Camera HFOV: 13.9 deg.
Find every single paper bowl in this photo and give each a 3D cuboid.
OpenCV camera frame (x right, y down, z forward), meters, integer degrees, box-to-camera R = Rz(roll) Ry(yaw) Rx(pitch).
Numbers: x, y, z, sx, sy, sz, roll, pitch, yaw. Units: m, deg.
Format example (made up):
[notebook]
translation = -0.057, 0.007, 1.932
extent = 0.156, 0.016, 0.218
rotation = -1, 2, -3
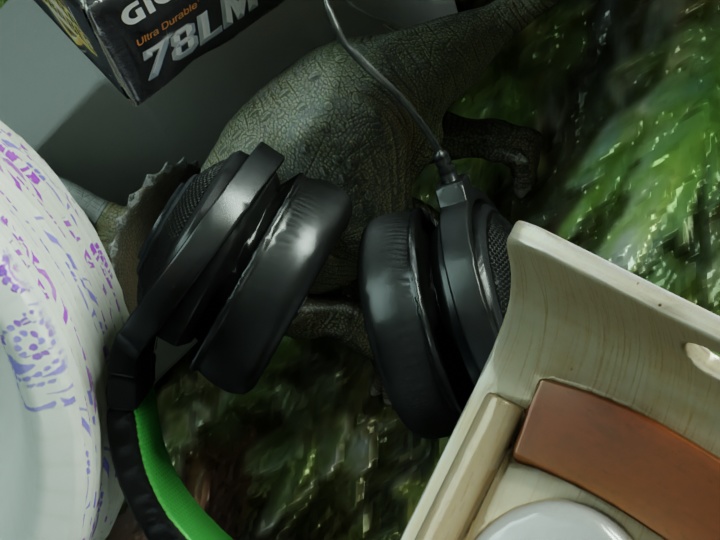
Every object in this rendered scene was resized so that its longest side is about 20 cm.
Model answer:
[paper bowl]
translation = -0.162, 0.031, 0.869
extent = 0.201, 0.201, 0.104
rotation = -47, 5, 22

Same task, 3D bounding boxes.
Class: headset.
[headset]
translation = 0.000, 0.000, 0.817
extent = 0.094, 0.123, 0.201
rotation = -62, -18, -70

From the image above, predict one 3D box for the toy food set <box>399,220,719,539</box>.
[toy food set]
translation = 0.054, 0.109, 0.668
extent = 0.143, 0.060, 0.201
rotation = 26, 89, 19

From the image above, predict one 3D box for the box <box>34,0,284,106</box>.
[box]
translation = -0.043, -0.166, 0.904
extent = 0.198, 0.050, 0.200
rotation = -34, 46, -11

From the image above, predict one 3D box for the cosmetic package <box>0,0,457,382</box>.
[cosmetic package]
translation = -0.069, -0.048, 0.972
extent = 0.200, 0.107, 0.090
rotation = -44, 38, 24

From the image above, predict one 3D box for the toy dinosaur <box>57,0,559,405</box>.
[toy dinosaur]
translation = -0.009, -0.023, 0.876
extent = 0.200, 0.102, 0.077
rotation = -37, 41, 35
